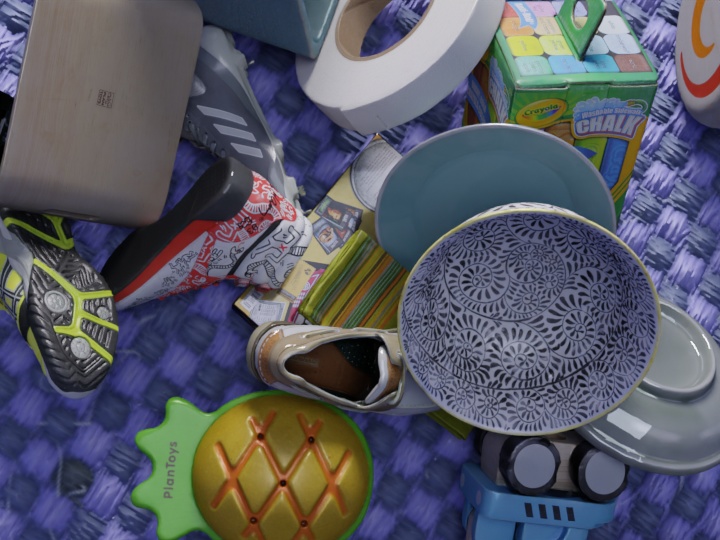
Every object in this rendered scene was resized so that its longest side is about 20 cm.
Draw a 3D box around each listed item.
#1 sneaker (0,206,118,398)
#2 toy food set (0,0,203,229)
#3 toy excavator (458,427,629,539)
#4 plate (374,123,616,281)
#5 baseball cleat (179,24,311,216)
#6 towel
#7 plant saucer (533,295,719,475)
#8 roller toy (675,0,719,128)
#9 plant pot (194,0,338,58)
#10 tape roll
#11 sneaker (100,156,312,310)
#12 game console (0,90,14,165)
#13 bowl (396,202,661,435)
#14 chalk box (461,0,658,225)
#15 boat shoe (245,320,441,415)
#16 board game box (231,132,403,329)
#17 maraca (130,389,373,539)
[{"bbox_3d":[-0.255,0.020,0.895,0.075,0.077,0.202,1,52,-43],"label":"sneaker"},{"bbox_3d":[-0.216,-0.140,0.890,0.142,0.060,0.204,9,96,-38],"label":"toy food set"},{"bbox_3d":[0.117,0.227,0.934,0.191,0.100,0.204,7,94,-12],"label":"toy excavator"},{"bbox_3d":[0.110,-0.040,0.905,0.197,0.202,0.026,19,41,-5],"label":"plate"},{"bbox_3d":[-0.121,-0.112,0.962,0.105,0.070,0.203,-22,74,-5],"label":"baseball cleat"},{"bbox_3d":[0.044,0.058,0.943,0.199,0.018,0.087,40,86,-22],"label":"towel"},{"bbox_3d":[0.243,0.075,0.939,0.196,0.051,0.202,11,44,-11],"label":"plant saucer"},{"bbox_3d":[0.376,-0.216,0.989,0.137,0.201,0.186,5,116,-7],"label":"roller toy"},{"bbox_3d":[-0.113,-0.330,0.920,0.196,0.197,0.199,14,67,14],"label":"plant pot"},{"bbox_3d":[0.030,-0.211,0.939,0.037,0.201,0.205,39,75,-42],"label":"tape roll"},{"bbox_3d":[-0.129,-0.003,0.914,0.107,0.200,0.068,34,36,-31],"label":"sneaker"},{"bbox_3d":[-0.349,-0.059,0.849,0.174,0.116,0.204,7,77,37],"label":"game console"},{"bbox_3d":[0.129,0.021,0.866,0.196,0.095,0.204,3,121,4],"label":"bowl"},{"bbox_3d":[0.162,-0.145,0.921,0.121,0.202,0.126,-3,43,-8],"label":"chalk box"},{"bbox_3d":[0.009,0.083,0.887,0.196,0.068,0.076,6,94,-24],"label":"boat shoe"},{"bbox_3d":[0.000,0.000,0.974,0.135,0.035,0.201,41,78,-1],"label":"board game box"},{"bbox_3d":[-0.086,0.166,0.900,0.196,0.107,0.140,4,83,-6],"label":"maraca"}]
